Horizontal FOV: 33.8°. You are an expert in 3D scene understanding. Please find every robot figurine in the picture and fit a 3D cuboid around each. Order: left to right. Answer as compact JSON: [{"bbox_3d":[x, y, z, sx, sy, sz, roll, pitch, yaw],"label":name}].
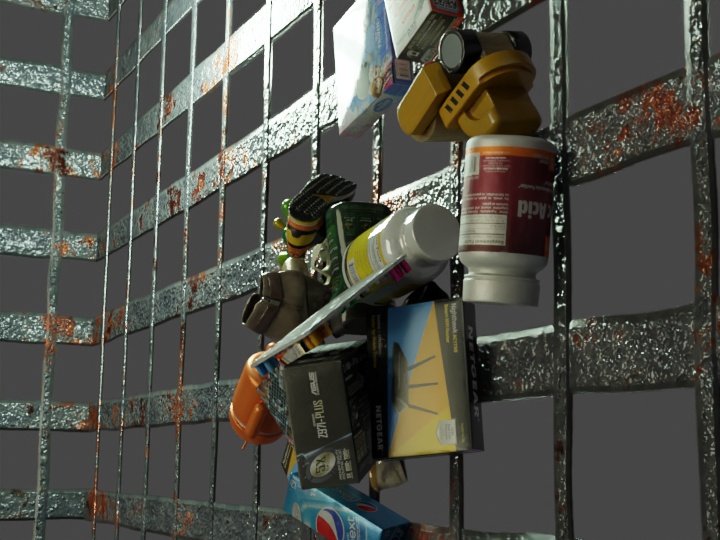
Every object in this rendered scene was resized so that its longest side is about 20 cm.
[{"bbox_3d":[-0.168,0.228,2.129,0.144,0.115,0.202,57,134,43],"label":"robot figurine"}]

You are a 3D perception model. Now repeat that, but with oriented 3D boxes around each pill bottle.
[{"bbox_3d":[0.061,-0.026,1.709,0.199,0.110,0.113,-30,59,59],"label":"pill bottle"},{"bbox_3d":[0.180,-0.059,1.469,0.114,0.112,0.204,0,85,63],"label":"pill bottle"}]

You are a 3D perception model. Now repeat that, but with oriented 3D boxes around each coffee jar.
[{"bbox_3d":[0.000,0.000,1.837,0.085,0.102,0.204,140,130,-65],"label":"coffee jar"}]

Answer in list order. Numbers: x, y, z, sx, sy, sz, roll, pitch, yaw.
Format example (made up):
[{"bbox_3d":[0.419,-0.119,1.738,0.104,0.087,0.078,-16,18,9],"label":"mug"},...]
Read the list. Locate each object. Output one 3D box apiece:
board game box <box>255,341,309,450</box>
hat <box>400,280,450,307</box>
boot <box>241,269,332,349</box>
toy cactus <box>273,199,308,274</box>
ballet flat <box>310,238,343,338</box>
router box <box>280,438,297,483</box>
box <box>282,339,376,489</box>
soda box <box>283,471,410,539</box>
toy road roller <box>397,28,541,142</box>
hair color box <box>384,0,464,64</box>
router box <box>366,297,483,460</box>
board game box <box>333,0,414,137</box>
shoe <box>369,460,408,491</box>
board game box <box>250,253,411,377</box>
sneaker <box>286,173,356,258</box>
[{"bbox_3d":[-0.072,0.226,1.876,0.136,0.034,0.201,-48,67,34],"label":"board game box"},{"bbox_3d":[0.062,0.112,1.715,0.200,0.080,0.204,-25,63,61],"label":"hat"},{"bbox_3d":[-0.123,0.093,1.923,0.070,0.144,0.203,43,120,61],"label":"boot"},{"bbox_3d":[-0.102,-0.015,2.038,0.166,0.100,0.203,-92,5,-62],"label":"toy cactus"},{"bbox_3d":[-0.054,0.010,1.985,0.073,0.072,0.204,1,87,64],"label":"ballet flat"},{"bbox_3d":[-0.068,0.284,1.978,0.149,0.050,0.203,-126,48,-55],"label":"router box"},{"bbox_3d":[-0.032,0.193,1.638,0.200,0.085,0.167,-25,-74,-77],"label":"box"},{"bbox_3d":[-0.023,0.368,1.779,0.198,0.067,0.065,22,106,40],"label":"soda box"},{"bbox_3d":[0.152,-0.214,1.555,0.200,0.121,0.148,-52,52,47],"label":"toy road roller"},{"bbox_3d":[0.087,-0.426,1.786,0.111,0.063,0.203,-48,43,49],"label":"hair color box"},{"bbox_3d":[0.085,0.148,1.600,0.147,0.051,0.204,-10,74,26],"label":"router box"},{"bbox_3d":[0.018,-0.350,1.935,0.199,0.043,0.204,144,126,-59],"label":"board game box"},{"bbox_3d":[0.039,0.229,1.779,0.053,0.070,0.203,-13,64,20],"label":"shoe"},{"bbox_3d":[-0.040,0.064,1.630,0.026,0.199,0.200,54,148,-2],"label":"board game box"},{"bbox_3d":[-0.071,-0.089,1.938,0.200,0.069,0.091,-45,-26,-57],"label":"sneaker"}]
